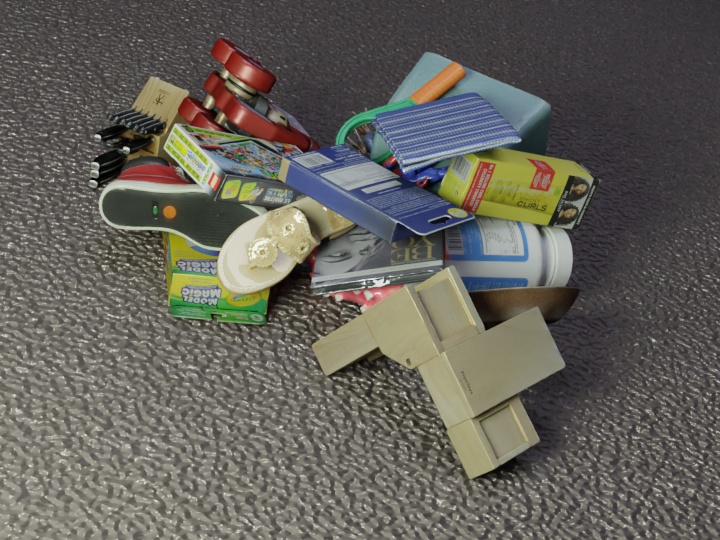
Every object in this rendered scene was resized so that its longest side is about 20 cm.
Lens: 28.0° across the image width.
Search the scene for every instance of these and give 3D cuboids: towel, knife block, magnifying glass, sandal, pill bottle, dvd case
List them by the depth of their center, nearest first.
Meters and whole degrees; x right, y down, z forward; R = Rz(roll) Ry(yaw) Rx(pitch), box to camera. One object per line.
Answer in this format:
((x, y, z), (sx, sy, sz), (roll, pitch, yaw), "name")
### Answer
((-0.071, -0.052, 1.600), (0.211, 0.070, 0.078), (-31, 77, -36), "sandal")
((0.024, -0.034, 1.649), (0.146, 0.016, 0.201), (-8, 27, 8), "dvd case")
((0.097, -0.163, 1.700), (0.143, 0.024, 0.200), (-14, 23, -5), "towel")
((0.155, -0.014, 1.764), (0.197, 0.114, 0.113), (2, 29, -24), "pill bottle")
((0.052, -0.195, 1.810), (0.199, 0.022, 0.079), (-40, 60, -14), "magnifying glass")
((-0.279, -0.152, 1.898), (0.063, 0.177, 0.200), (23, -16, 18), "knife block")

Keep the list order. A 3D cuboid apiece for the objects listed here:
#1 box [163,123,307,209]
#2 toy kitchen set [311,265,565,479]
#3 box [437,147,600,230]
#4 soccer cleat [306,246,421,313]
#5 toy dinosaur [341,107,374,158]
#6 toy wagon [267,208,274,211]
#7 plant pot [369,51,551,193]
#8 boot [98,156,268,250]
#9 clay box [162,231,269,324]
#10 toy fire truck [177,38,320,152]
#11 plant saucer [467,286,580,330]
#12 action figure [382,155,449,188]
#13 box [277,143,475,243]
((-0.120, -0.114, 1.666), (0.199, 0.035, 0.110), (5, 31, -50), "box")
((0.094, 0.114, 1.542), (0.162, 0.180, 0.202), (-21, 82, -43), "toy kitchen set")
((0.192, -0.101, 1.734), (0.198, 0.076, 0.050), (8, 25, -35), "box")
((0.000, 0.000, 1.678), (0.076, 0.067, 0.199), (-30, 30, -19), "soccer cleat")
((0.016, -0.140, 1.956), (0.197, 0.106, 0.183), (8, 37, -23), "toy dinosaur")
((-0.145, -0.108, 1.803), (0.154, 0.040, 0.200), (33, 2, -30), "toy wagon")
((0.108, -0.123, 1.873), (0.195, 0.197, 0.200), (26, 52, 24), "plant pot")
((-0.194, -0.087, 1.692), (0.197, 0.073, 0.145), (11, 22, 1), "boot")
((-0.168, -0.008, 1.674), (0.113, 0.048, 0.201), (5, 27, -14), "clay box")
((-0.127, -0.197, 1.829), (0.167, 0.113, 0.200), (28, 10, -25), "toy fire truck")
((0.153, 0.047, 1.645), (0.197, 0.037, 0.200), (-5, -7, -1), "plant saucer")
((0.065, -0.119, 1.752), (0.198, 0.052, 0.066), (-26, 66, 6), "action figure")
((0.019, -0.081, 1.619), (0.199, 0.033, 0.121), (29, 27, 27), "box")
